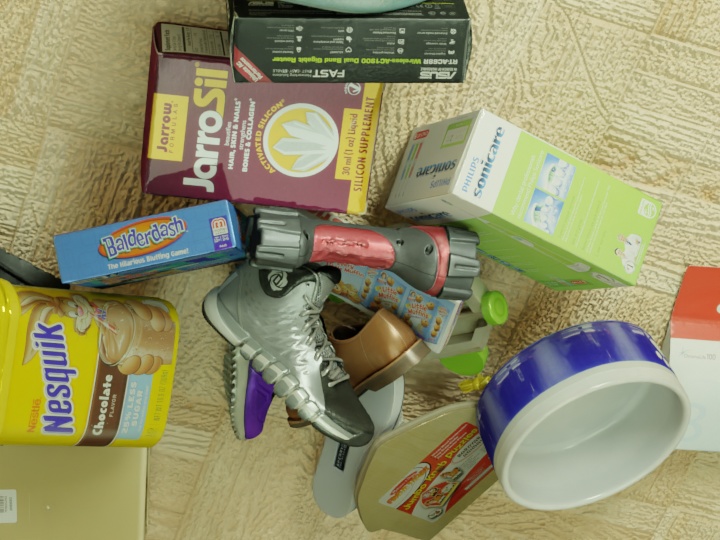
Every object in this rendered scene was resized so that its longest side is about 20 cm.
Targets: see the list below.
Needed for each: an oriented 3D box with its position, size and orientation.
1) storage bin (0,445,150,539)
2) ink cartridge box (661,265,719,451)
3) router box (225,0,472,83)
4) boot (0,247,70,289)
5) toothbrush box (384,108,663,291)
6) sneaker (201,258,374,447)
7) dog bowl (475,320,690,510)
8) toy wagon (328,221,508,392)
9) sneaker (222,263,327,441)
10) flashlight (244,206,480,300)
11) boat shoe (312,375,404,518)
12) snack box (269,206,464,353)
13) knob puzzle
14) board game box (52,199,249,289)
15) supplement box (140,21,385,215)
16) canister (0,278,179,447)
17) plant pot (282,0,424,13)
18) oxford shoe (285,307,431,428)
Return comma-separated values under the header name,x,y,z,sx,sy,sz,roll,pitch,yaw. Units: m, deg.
name,x,y,z,sx,sy,sz,roll,pitch,yaw
storage bin,-0.306,0.207,1.761,0.197,0.094,0.201,2,122,-7
ink cartridge box,0.383,0.094,1.797,0.159,0.047,0.201,5,123,-9
router box,-0.015,-0.217,1.498,0.199,0.150,0.062,0,124,-6
boot,-0.376,0.051,1.619,0.199,0.076,0.169,29,75,-27
toothbrush box,0.146,-0.059,1.608,0.199,0.145,0.087,24,79,-20
sneaker,-0.040,0.058,1.604,0.200,0.075,0.116,43,102,3
dog bowl,0.216,0.143,1.739,0.199,0.079,0.201,-14,140,-12
toy wagon,0.065,0.038,1.697,0.155,0.040,0.200,-13,129,37
sneaker,-0.079,0.083,1.721,0.099,0.070,0.201,-3,127,-11
flashlight,0.002,-0.015,1.552,0.199,0.068,0.068,6,158,-16
boat shoe,0.010,0.159,1.787,0.071,0.070,0.201,33,125,26
snack box,0.000,0.000,1.646,0.199,0.024,0.072,29,134,10
knob puzzle,0.070,0.189,1.795,0.219,0.031,0.220,-20,142,-16
board game box,-0.178,-0.021,1.580,0.151,0.200,0.045,-12,87,0
supplement box,-0.088,-0.133,1.559,0.199,0.103,0.132,4,111,-9
canister,-0.267,0.086,1.593,0.199,0.086,0.150,6,94,-40
plant pot,-0.002,-0.321,1.420,0.199,0.197,0.196,14,120,-33
oxford shoe,-0.015,0.089,1.682,0.071,0.071,0.200,52,134,-2
